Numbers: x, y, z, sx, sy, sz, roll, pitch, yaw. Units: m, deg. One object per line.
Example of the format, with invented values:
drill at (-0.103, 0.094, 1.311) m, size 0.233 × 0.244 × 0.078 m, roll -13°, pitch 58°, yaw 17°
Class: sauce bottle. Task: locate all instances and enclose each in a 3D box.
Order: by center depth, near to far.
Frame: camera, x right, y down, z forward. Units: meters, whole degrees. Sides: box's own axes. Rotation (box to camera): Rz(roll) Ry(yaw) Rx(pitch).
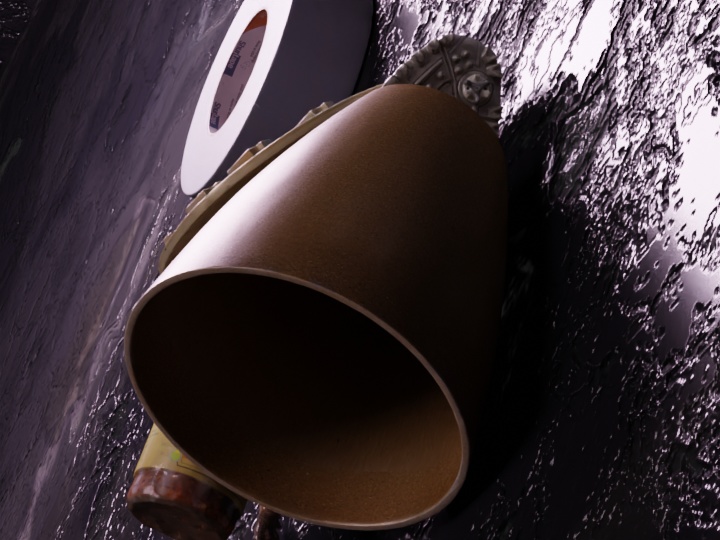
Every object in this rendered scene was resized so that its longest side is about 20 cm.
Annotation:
sauce bottle at (-0.068, 0.051, 1.357) m, size 0.066 × 0.066 × 0.200 m, roll -36°, pitch 32°, yaw 61°

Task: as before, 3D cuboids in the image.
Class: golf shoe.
golf shoe at (0.018, -0.050, 1.446) m, size 0.200 × 0.078 × 0.097 m, roll -64°, pitch 10°, yaw 7°

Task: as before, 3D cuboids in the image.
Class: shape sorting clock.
shape sorting clock at (-0.039, -0.053, 1.498) m, size 0.200 × 0.039 × 0.200 m, roll -36°, pitch -10°, yaw -7°

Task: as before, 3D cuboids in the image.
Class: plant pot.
plant pot at (0.000, 0.000, 1.285) m, size 0.186 × 0.186 × 0.200 m, roll -48°, pitch 12°, yaw 49°

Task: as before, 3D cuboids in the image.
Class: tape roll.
tape roll at (-0.064, -0.136, 1.834) m, size 0.200 × 0.066 × 0.201 m, roll -56°, pitch 20°, yaw 33°

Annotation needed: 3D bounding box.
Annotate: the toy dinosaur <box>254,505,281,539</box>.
toy dinosaur at (-0.048, 0.071, 1.478) m, size 0.136 × 0.086 × 0.200 m, roll -50°, pitch 19°, yaw 46°
